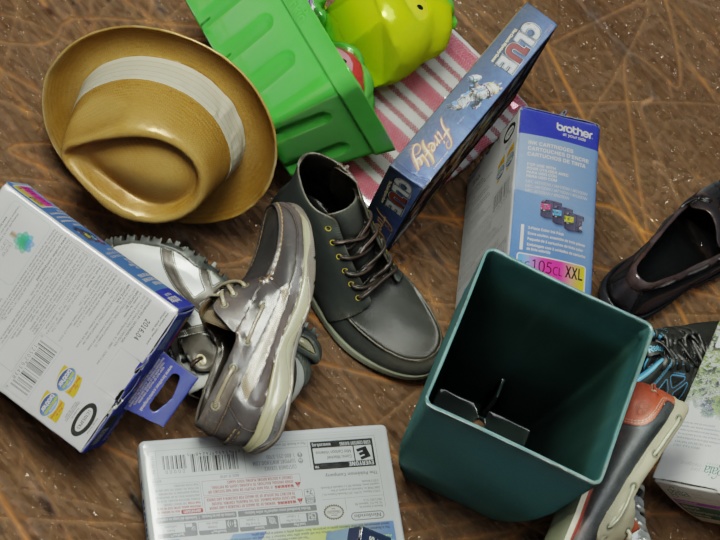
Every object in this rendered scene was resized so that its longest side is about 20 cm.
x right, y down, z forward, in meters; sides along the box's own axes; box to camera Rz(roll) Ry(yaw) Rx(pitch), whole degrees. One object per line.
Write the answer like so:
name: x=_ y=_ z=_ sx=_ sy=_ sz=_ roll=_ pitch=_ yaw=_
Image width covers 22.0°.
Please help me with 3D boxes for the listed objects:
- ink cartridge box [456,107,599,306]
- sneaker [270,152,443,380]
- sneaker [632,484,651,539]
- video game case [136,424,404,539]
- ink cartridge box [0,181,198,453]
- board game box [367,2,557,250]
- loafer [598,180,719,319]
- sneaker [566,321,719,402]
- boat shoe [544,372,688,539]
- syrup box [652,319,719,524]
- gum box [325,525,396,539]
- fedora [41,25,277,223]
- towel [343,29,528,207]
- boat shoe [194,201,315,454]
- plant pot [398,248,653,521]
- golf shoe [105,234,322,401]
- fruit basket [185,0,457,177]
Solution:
ink cartridge box: x=0.139 y=-0.041 z=1.541 sx=0.076 sy=0.137 sz=0.201 roll=11 pitch=64 yaw=-13
sneaker: x=0.000 y=0.000 z=1.511 sx=0.200 sy=0.106 sz=0.075 roll=45 pitch=63 yaw=8
sneaker: x=0.225 y=0.211 z=1.480 sx=0.115 sy=0.075 sz=0.201 roll=13 pitch=72 yaw=10
video game case: x=-0.063 y=0.212 z=1.413 sx=0.199 sy=0.022 sz=0.183 roll=-2 pitch=66 yaw=-17
ink cartridge box: x=-0.222 y=0.045 z=1.419 sx=0.200 sy=0.076 sz=0.137 roll=36 pitch=95 yaw=5
board game box: x=0.080 y=-0.118 z=1.543 sx=0.035 sy=0.136 sz=0.200 roll=37 pitch=66 yaw=4
loafer: x=0.294 y=-0.025 z=1.624 sx=0.200 sy=0.063 sz=0.072 roll=-37 pitch=79 yaw=-26
sneaker: x=0.254 y=0.082 z=1.554 sx=0.199 sy=0.082 sz=0.073 roll=-15 pitch=68 yaw=-22
boat shoe: x=0.189 y=0.179 z=1.420 sx=0.062 sy=0.071 sz=0.201 roll=25 pitch=79 yaw=-5
syrup box: x=0.327 y=0.109 z=1.528 sx=0.081 sy=0.079 sz=0.201 roll=38 pitch=70 yaw=-35
gum box: x=0.049 y=0.301 z=1.365 sx=0.200 sy=0.044 sz=0.171 roll=27 pitch=61 yaw=-35
fedora: x=-0.168 y=-0.097 z=1.461 sx=0.200 sy=0.201 sz=0.082 roll=26 pitch=39 yaw=-2
towel: x=0.036 y=-0.134 z=1.631 sx=0.146 sy=0.030 sz=0.200 roll=44 pitch=66 yaw=8
boat shoe: x=-0.083 y=0.037 z=1.416 sx=0.073 sy=0.074 sz=0.201 roll=15 pitch=69 yaw=-18
plant pot: x=0.110 y=0.110 z=1.436 sx=0.141 sy=0.200 sz=0.142 roll=25 pitch=61 yaw=-2
golf shoe: x=-0.132 y=0.046 z=1.473 sx=0.199 sy=0.078 sz=0.095 roll=29 pitch=62 yaw=1
fruit basket: x=-0.017 y=-0.200 z=1.559 sx=0.215 sy=0.156 sz=0.216 roll=-7 pitch=64 yaw=15
